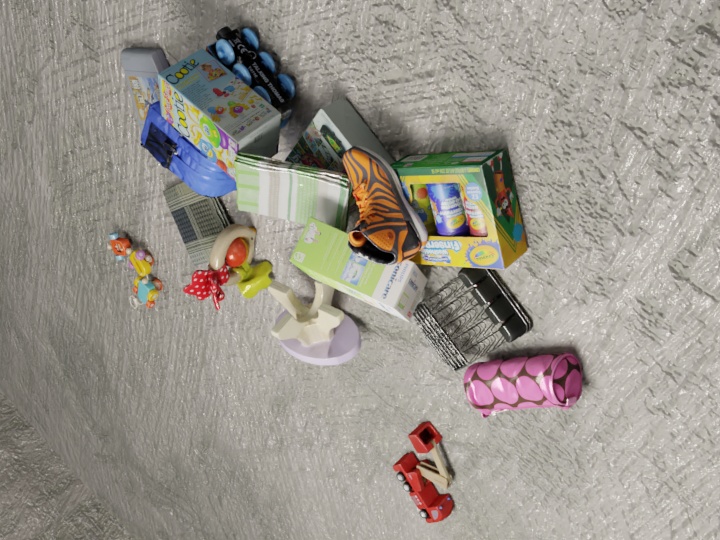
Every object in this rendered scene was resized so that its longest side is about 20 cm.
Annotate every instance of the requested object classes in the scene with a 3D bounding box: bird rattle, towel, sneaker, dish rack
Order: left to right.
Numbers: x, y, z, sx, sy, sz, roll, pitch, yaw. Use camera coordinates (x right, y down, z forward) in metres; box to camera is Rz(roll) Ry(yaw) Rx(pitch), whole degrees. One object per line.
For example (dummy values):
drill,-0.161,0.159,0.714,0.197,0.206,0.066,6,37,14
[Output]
towel,-0.349,-0.110,1.850,0.199,0.034,0.194,-9,106,51
bird rattle,-0.274,-0.016,1.714,0.112,0.199,0.165,18,103,33
towel,-0.115,-0.125,1.415,0.197,0.031,0.150,11,145,2
sneaker,0.013,-0.098,1.302,0.201,0.112,0.078,54,146,9
dish rack,0.176,0.083,1.416,0.154,0.054,0.200,54,143,5

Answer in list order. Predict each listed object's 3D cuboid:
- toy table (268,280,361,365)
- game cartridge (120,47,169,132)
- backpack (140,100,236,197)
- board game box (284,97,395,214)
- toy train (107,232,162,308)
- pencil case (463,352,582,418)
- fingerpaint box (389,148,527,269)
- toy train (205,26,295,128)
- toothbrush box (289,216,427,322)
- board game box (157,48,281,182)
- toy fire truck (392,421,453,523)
toy table,-0.097,0.092,1.619,0.198,0.185,0.118,10,140,27
game cartridge,-0.431,-0.363,1.752,0.132,0.041,0.202,17,127,43
backpack,-0.297,-0.247,1.593,0.200,0.162,0.168,46,136,14
board game box,-0.046,-0.178,1.459,0.148,0.064,0.200,52,142,5
toy train,-0.564,-0.004,2.122,0.149,0.055,0.202,5,116,45
pencil case,0.266,0.189,1.369,0.199,0.090,0.095,-16,74,50
fingerpaint box,0.145,-0.095,1.308,0.199,0.073,0.169,6,119,44
toy train,-0.197,-0.337,1.493,0.201,0.086,0.114,52,147,5
toothbrush box,0.000,0.000,1.409,0.198,0.087,0.146,23,174,16
board game box,-0.243,-0.268,1.443,0.200,0.105,0.103,41,150,17
toy fire truck,0.138,0.409,1.678,0.141,0.049,0.201,-29,93,50
